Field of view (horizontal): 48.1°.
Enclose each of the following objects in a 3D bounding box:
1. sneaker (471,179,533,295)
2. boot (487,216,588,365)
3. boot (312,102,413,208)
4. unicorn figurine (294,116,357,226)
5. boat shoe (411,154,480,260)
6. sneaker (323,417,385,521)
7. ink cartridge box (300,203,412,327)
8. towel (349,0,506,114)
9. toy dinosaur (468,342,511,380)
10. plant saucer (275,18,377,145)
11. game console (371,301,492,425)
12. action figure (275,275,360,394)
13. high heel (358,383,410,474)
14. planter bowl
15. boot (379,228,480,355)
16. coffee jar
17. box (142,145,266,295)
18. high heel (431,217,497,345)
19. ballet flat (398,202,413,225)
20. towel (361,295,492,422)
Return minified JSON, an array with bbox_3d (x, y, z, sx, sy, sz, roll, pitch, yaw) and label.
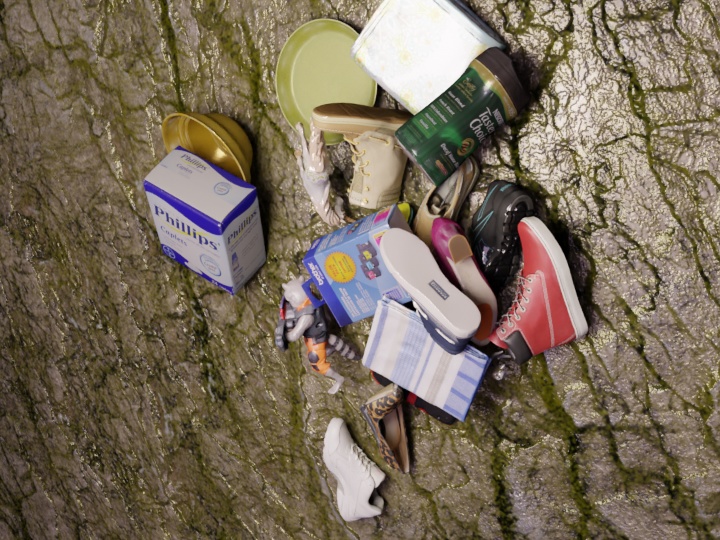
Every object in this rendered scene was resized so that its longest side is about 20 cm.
[{"bbox_3d":[0.208,-0.045,1.256,0.079,0.074,0.203,47,130,44],"label":"sneaker"},{"bbox_3d":[0.240,0.034,1.197,0.142,0.072,0.203,-24,102,-3],"label":"boot"},{"bbox_3d":[-0.001,-0.177,1.266,0.073,0.197,0.158,43,125,44],"label":"boot"},{"bbox_3d":[-0.067,-0.155,1.323,0.073,0.200,0.140,-19,71,7],"label":"unicorn figurine"},{"bbox_3d":[0.119,-0.093,1.278,0.071,0.076,0.203,29,115,18],"label":"boat shoe"},{"bbox_3d":[-0.003,0.358,1.470,0.098,0.078,0.204,-10,106,24],"label":"sneaker"},{"bbox_3d":[0.000,0.000,1.299,0.197,0.077,0.138,-22,110,28],"label":"ink cartridge box"},{"bbox_3d":[0.097,-0.339,1.232,0.199,0.048,0.172,41,120,2],"label":"towel"},{"bbox_3d":[0.145,0.138,1.309,0.197,0.077,0.104,24,102,21],"label":"toy dinosaur"},{"bbox_3d":[-0.053,-0.313,1.348,0.196,0.031,0.204,7,105,27],"label":"plant saucer"},{"bbox_3d":[0.117,0.141,1.369,0.175,0.031,0.203,28,115,14],"label":"game console"},{"bbox_3d":[-0.080,0.086,1.405,0.103,0.202,0.196,-17,124,14],"label":"action figure"},{"bbox_3d":[0.065,0.270,1.366,0.144,0.071,0.200,58,159,10],"label":"high heel"},{"bbox_3d":[-0.252,-0.215,1.435,0.198,0.084,0.202,29,147,21],"label":"planter bowl"},{"bbox_3d":[0.092,0.035,1.195,0.201,0.072,0.091,52,154,19],"label":"boot"},{"bbox_3d":[0.152,-0.225,1.177,0.200,0.104,0.086,-42,51,7],"label":"coffee jar"},{"bbox_3d":[-0.274,-0.086,1.437,0.182,0.105,0.202,28,147,21],"label":"box"},{"bbox_3d":[0.154,0.016,1.237,0.066,0.096,0.202,-26,115,-2],"label":"high heel"},{"bbox_3d":[0.015,-0.034,1.350,0.066,0.067,0.202,18,122,-22],"label":"ballet flat"},{"bbox_3d":[0.098,0.142,1.270,0.198,0.024,0.149,29,128,16],"label":"towel"}]
